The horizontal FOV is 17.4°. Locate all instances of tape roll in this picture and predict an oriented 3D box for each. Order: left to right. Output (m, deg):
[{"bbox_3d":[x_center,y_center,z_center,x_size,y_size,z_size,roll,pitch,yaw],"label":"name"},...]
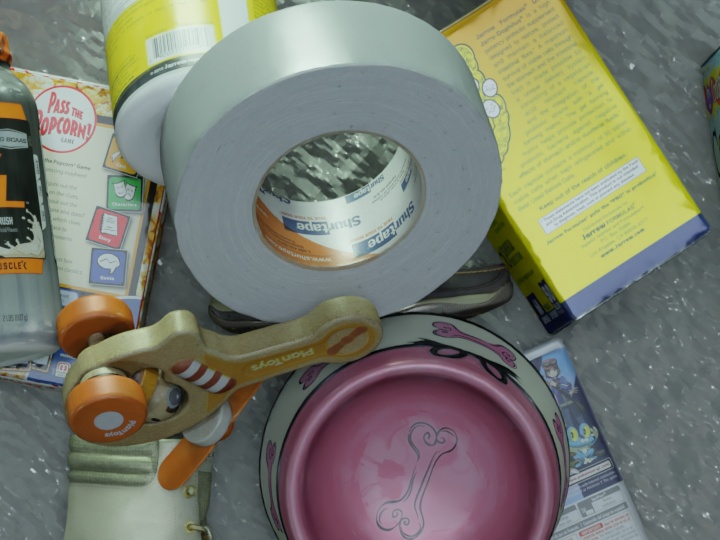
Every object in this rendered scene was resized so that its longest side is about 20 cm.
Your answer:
[{"bbox_3d":[-0.018,-0.061,1.407,0.199,0.201,0.066,-12,41,-5],"label":"tape roll"}]

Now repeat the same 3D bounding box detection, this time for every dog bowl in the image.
[{"bbox_3d":[0.035,0.130,1.465,0.199,0.074,0.201,0,99,-1],"label":"dog bowl"}]

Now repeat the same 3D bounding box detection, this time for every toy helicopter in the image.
[{"bbox_3d":[-0.081,0.064,1.423,0.199,0.133,0.079,-16,51,3],"label":"toy helicopter"}]

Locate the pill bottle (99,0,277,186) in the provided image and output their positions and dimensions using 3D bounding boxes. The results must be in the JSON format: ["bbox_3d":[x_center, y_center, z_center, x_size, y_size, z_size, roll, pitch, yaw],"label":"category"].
[{"bbox_3d":[-0.107,-0.159,1.488,0.111,0.112,0.201,-7,54,-4],"label":"pill bottle"}]

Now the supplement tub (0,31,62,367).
[{"bbox_3d":[-0.252,-0.041,1.443,0.122,0.123,0.201,-8,84,-4],"label":"supplement tub"}]

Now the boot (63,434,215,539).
[{"bbox_3d":[-0.100,0.185,1.499,0.199,0.072,0.156,8,81,1],"label":"boot"}]

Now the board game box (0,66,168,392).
[{"bbox_3d":[-0.205,-0.026,1.528,0.151,0.046,0.201,11,83,-2],"label":"board game box"}]

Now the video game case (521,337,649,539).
[{"bbox_3d":[0.076,0.165,1.536,0.199,0.023,0.183,-23,86,-5],"label":"video game case"}]

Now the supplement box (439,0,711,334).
[{"bbox_3d":[0.120,-0.074,1.521,0.109,0.109,0.201,-32,86,-6],"label":"supplement box"}]

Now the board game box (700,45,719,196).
[{"bbox_3d":[0.294,-0.052,1.531,0.104,0.103,0.201,-7,84,-4],"label":"board game box"}]

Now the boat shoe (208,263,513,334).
[{"bbox_3d":[0.000,0.000,1.524,0.199,0.074,0.074,-2,84,-5],"label":"boat shoe"}]
